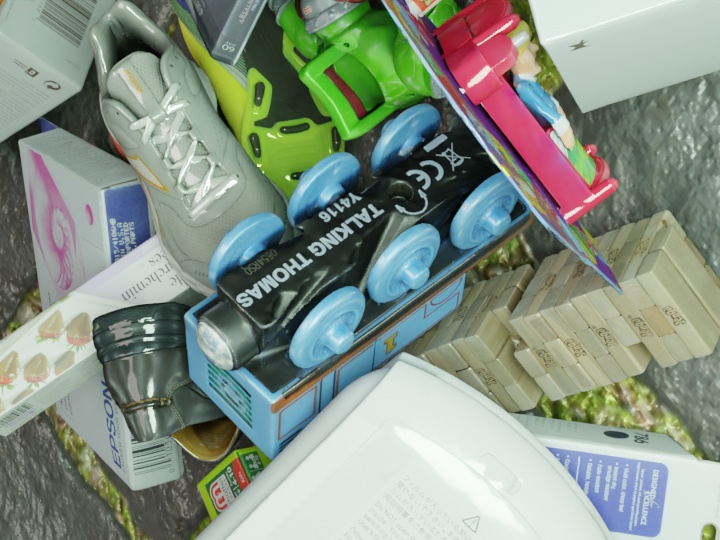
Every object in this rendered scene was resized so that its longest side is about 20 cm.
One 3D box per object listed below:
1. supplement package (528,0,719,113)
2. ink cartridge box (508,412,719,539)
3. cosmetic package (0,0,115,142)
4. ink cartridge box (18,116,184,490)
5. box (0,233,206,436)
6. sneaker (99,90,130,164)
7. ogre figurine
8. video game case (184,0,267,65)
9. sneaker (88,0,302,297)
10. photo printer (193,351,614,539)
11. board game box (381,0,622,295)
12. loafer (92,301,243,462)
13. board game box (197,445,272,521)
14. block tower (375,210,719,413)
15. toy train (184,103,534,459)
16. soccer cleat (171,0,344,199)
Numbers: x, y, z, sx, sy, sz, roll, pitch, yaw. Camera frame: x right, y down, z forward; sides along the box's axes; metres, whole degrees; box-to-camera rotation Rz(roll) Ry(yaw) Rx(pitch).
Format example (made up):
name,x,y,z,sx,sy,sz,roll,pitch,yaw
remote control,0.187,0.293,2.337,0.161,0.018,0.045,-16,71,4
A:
name,x,y,z,sx,sy,sz,roll,pitch,yaw
supplement package,0.128,-0.193,0.678,0.151,0.151,0.201,-16,82,11
ink cartridge box,0.091,0.126,0.825,0.199,0.039,0.100,8,102,10
cosmetic package,-0.257,-0.146,1.128,0.200,0.071,0.102,-23,42,44
ink cartridge box,-0.178,0.015,1.058,0.200,0.043,0.197,26,125,56
box,-0.138,0.023,0.936,0.200,0.041,0.039,-34,76,1
sneaker,-0.109,-0.035,1.041,0.082,0.077,0.201,131,121,-69
ogre figurine,0.000,-0.139,0.871,0.200,0.098,0.120,-16,102,46
video game case,-0.044,-0.224,0.860,0.200,0.019,0.143,-60,29,21
sneaker,-0.101,-0.067,0.887,0.076,0.092,0.200,-34,53,-1
photo printer,0.015,0.150,0.789,0.166,0.069,0.200,43,105,-1
board game box,0.072,-0.074,0.708,0.039,0.200,0.158,-37,65,11
loafer,-0.092,0.075,0.935,0.073,0.200,0.073,-14,73,19
board game box,-0.004,0.191,0.922,0.048,0.101,0.201,-43,65,43
block tower,0.091,0.031,0.830,0.200,0.054,0.058,-21,115,44
toy train,0.000,0.000,0.819,0.087,0.200,0.114,42,152,23
soccer cleat,-0.062,-0.114,0.988,0.084,0.064,0.201,131,119,-70
